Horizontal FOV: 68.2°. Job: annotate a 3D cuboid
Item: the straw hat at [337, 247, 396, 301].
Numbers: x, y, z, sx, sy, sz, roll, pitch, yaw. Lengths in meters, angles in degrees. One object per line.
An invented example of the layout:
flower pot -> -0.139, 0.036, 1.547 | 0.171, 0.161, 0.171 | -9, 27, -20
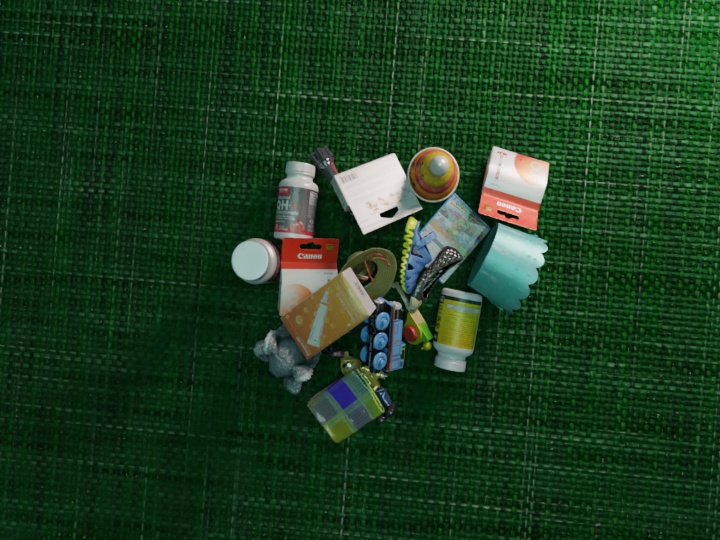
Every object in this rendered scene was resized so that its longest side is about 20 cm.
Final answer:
straw hat -> 0.000, 0.000, 1.428 | 0.199, 0.202, 0.086 | -36, 47, 1

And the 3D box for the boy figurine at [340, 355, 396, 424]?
boy figurine -> 0.018, 0.307, 1.440 | 0.123, 0.064, 0.202 | -35, 90, 9

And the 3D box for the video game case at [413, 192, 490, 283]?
video game case -> 0.240, -0.088, 1.453 | 0.143, 0.018, 0.201 | 42, 92, 3

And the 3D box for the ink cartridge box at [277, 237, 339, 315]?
ink cartridge box -> -0.133, 0.019, 1.402 | 0.157, 0.050, 0.206 | 0, 113, -18

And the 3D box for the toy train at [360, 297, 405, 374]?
toy train -> 0.062, 0.170, 1.394 | 0.112, 0.086, 0.206 | -7, 107, -36

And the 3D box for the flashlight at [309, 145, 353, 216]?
flashlight -> -0.053, -0.247, 1.450 | 0.067, 0.068, 0.202 | -35, 84, 7

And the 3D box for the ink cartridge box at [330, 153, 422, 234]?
ink cartridge box -> 0.044, -0.199, 1.403 | 0.196, 0.044, 0.177 | -24, 81, -22

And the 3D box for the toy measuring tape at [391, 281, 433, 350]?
toy measuring tape -> 0.128, 0.131, 1.440 | 0.073, 0.074, 0.203 | -32, 76, 2

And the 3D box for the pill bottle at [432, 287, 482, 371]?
pill bottle -> 0.252, 0.156, 1.403 | 0.109, 0.112, 0.206 | 10, 90, 3

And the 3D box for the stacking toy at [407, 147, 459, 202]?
stacking toy -> 0.194, -0.261, 1.365 | 0.141, 0.200, 0.151 | 0, 89, 3

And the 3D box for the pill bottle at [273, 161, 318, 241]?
pill bottle -> -0.170, -0.181, 1.428 | 0.107, 0.111, 0.207 | 6, 90, 3

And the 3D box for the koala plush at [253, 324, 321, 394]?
koala plush -> -0.185, 0.215, 1.382 | 0.177, 0.200, 0.184 | 45, 91, 3

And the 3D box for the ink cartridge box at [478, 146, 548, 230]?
ink cartridge box -> 0.397, -0.217, 1.377 | 0.158, 0.051, 0.204 | 17, 56, 3

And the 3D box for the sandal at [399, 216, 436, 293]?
sandal -> 0.152, -0.034, 1.410 | 0.084, 0.080, 0.206 | 9, 107, 10

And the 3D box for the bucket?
bucket -> 0.370, -0.012, 1.359 | 0.132, 0.207, 0.211 | 26, 91, 4

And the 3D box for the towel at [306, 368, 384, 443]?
towel -> -0.042, 0.368, 1.428 | 0.199, 0.023, 0.145 | -37, 87, 26

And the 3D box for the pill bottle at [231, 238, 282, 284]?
pill bottle -> -0.264, -0.024, 1.387 | 0.110, 0.200, 0.118 | 0, 90, 2

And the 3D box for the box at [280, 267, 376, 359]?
box -> -0.078, 0.104, 1.313 | 0.198, 0.097, 0.126 | -36, 89, 13

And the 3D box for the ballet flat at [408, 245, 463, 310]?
ballet flat -> 0.195, 0.022, 1.406 | 0.056, 0.066, 0.202 | 35, 86, 26

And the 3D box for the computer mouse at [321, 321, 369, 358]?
computer mouse -> -0.020, 0.162, 1.415 | 0.195, 0.046, 0.145 | -4, 99, -25
